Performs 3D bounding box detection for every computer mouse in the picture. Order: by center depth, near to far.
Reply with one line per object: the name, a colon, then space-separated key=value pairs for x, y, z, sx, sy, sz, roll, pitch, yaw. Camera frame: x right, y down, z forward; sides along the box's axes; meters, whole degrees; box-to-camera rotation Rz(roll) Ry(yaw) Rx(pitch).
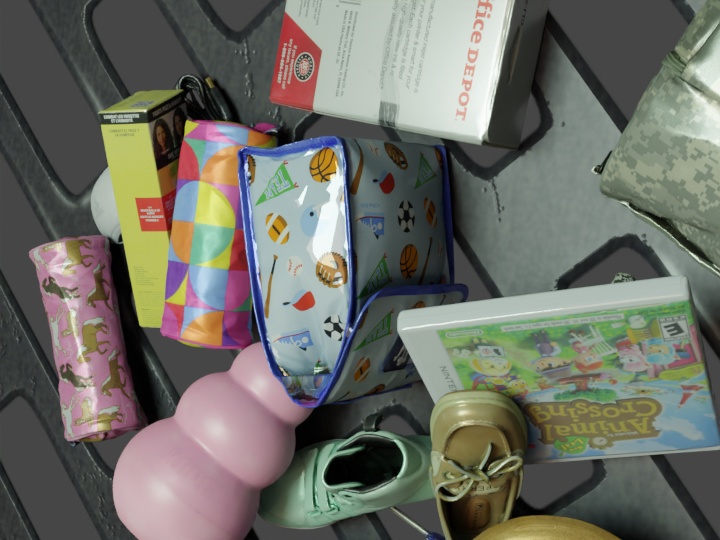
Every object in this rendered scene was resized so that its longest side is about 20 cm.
computer mouse: x=-0.193 y=-0.092 z=1.070 sx=0.200 sy=0.044 sz=0.110 roll=-37 pitch=77 yaw=26

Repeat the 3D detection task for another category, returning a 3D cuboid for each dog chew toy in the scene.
dog chew toy: x=-0.111 y=0.143 z=0.944 sx=0.124 sy=0.125 sz=0.200 roll=38 pitch=84 yaw=22

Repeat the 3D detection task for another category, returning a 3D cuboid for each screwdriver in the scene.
screwdriver: x=0.045 y=0.219 z=0.970 sx=0.199 sy=0.028 sz=0.029 roll=27 pitch=134 yaw=32

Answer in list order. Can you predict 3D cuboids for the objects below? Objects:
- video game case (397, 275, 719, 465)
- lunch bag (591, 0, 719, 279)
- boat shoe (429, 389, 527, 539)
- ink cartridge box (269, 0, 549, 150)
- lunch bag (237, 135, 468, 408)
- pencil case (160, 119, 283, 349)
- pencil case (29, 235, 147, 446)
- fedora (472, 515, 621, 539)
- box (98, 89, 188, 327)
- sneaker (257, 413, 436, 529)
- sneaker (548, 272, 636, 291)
video game case: x=0.147 y=0.081 z=0.816 sx=0.199 sy=0.183 sz=0.022 roll=-8 pitch=46 yaw=20
lunch bag: x=0.273 y=-0.070 z=0.757 sx=0.200 sy=0.139 sz=0.168 roll=42 pitch=110 yaw=21
boat shoe: x=0.090 y=0.161 z=0.853 sx=0.073 sy=0.201 sz=0.063 roll=-2 pitch=49 yaw=9
ink cartridge box: x=0.040 y=-0.186 z=0.912 sx=0.199 sy=0.084 sz=0.145 roll=16 pitch=99 yaw=28
lunch bag: x=0.000 y=0.000 z=0.898 sx=0.123 sy=0.170 sz=0.202 roll=-3 pitch=90 yaw=34
pencil case: x=-0.118 y=-0.033 z=0.972 sx=0.088 sy=0.088 sz=0.202 roll=11 pitch=92 yaw=28
pencil case: x=-0.262 y=0.064 z=1.095 sx=0.086 sy=0.083 sz=0.201 roll=-15 pitch=86 yaw=38
fedora: x=0.154 y=0.271 z=0.864 sx=0.199 sy=0.082 sz=0.202 roll=3 pitch=101 yaw=13
box: x=-0.177 y=-0.054 z=1.010 sx=0.050 sy=0.075 sz=0.201 roll=2 pitch=112 yaw=19
sneaker: x=-0.027 y=0.167 z=0.942 sx=0.199 sy=0.118 sz=0.074 roll=-17 pitch=68 yaw=25
sneaker: x=0.148 y=0.063 z=0.889 sx=0.199 sy=0.077 sz=0.089 roll=-25 pitch=48 yaw=31
